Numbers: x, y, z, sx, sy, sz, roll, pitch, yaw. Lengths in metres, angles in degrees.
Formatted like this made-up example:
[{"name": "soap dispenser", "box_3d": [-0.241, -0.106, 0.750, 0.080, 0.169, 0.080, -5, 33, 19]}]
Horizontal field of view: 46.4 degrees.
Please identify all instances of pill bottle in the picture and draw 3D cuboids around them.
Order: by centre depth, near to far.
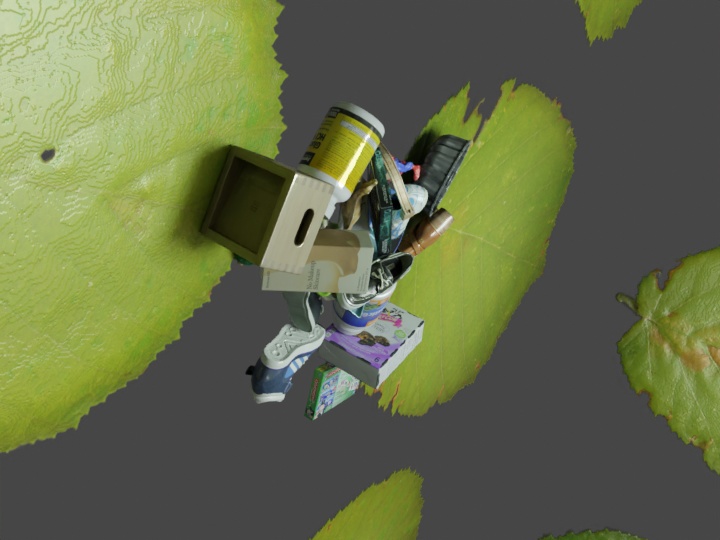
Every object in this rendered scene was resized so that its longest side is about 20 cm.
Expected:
[{"name": "pill bottle", "box_3d": [-0.048, -0.200, 1.543, 0.200, 0.112, 0.112, -62, 155, -8]}, {"name": "pill bottle", "box_3d": [0.000, 0.061, 1.830, 0.112, 0.112, 0.200, -47, 169, -34]}]

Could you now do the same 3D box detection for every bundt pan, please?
[{"name": "bundt pan", "box_3d": [0.178, -0.229, 1.958, 0.202, 0.076, 0.202, -61, 174, -11]}]

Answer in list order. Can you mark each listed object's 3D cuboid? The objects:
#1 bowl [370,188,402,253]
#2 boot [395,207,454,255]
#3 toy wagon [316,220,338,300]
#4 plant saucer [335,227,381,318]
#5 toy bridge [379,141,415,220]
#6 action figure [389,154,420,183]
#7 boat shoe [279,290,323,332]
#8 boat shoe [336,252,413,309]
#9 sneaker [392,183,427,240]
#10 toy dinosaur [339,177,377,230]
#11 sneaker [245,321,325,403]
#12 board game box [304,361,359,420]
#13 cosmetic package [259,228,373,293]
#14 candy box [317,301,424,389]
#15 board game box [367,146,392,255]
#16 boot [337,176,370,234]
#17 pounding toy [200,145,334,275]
[{"name": "bowl", "box_3d": [0.043, -0.087, 1.909, 0.201, 0.039, 0.201, -44, 148, -37]}, {"name": "boot", "box_3d": [0.151, -0.085, 2.073, 0.155, 0.077, 0.200, -42, -169, -1]}, {"name": "toy wagon", "box_3d": [-0.072, -0.045, 1.667, 0.155, 0.039, 0.201, -61, 141, -65]}, {"name": "plant saucer", "box_3d": [0.000, 0.000, 1.718, 0.070, 0.019, 0.200, 41, 51, -28]}, {"name": "toy bridge", "box_3d": [0.055, -0.199, 1.666, 0.027, 0.200, 0.067, -23, 169, -9]}, {"name": "action figure", "box_3d": [0.061, -0.202, 1.807, 0.200, 0.065, 0.099, 9, 98, -65]}, {"name": "boat shoe", "box_3d": [-0.117, 0.039, 1.677, 0.060, 0.075, 0.200, -57, 157, -35]}, {"name": "boat shoe", "box_3d": [0.031, 0.012, 1.683, 0.200, 0.064, 0.071, -36, 102, -41]}, {"name": "sneaker", "box_3d": [0.078, -0.127, 1.782, 0.200, 0.072, 0.072, 128, -24, -60]}, {"name": "toy dinosaur", "box_3d": [-0.019, -0.110, 1.604, 0.101, 0.058, 0.200, -87, -167, -50]}, {"name": "sneaker", "box_3d": [-0.158, 0.197, 1.743, 0.200, 0.080, 0.147, -35, 152, -55]}, {"name": "board game box", "box_3d": [-0.057, 0.269, 2.048, 0.200, 0.029, 0.135, -23, 131, -55]}, {"name": "cosmetic package", "box_3d": [-0.083, -0.019, 1.543, 0.071, 0.199, 0.105, -107, -160, -58]}, {"name": "candy box", "box_3d": [0.026, 0.156, 1.941, 0.200, 0.167, 0.072, -42, 149, -41]}, {"name": "board game box", "box_3d": [0.037, -0.133, 1.656, 0.200, 0.028, 0.136, 90, -10, -65]}, {"name": "boot", "box_3d": [-0.010, -0.087, 1.702, 0.096, 0.073, 0.201, 65, 31, -78]}, {"name": "pounding toy", "box_3d": [-0.157, -0.080, 1.386, 0.142, 0.184, 0.201, 12, 102, -52]}]
